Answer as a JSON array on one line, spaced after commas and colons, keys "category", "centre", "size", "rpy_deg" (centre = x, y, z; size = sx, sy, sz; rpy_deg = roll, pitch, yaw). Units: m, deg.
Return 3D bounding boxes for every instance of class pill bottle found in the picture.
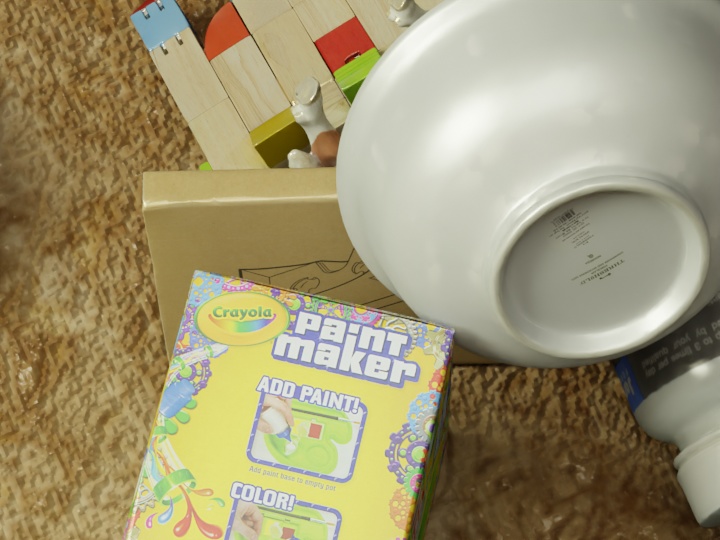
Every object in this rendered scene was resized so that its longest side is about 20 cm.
[{"category": "pill bottle", "centre": [0.170, 0.014, 1.213], "size": [0.113, 0.114, 0.201], "rpy_deg": [-19, 73, -4]}]

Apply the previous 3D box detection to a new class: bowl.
[{"category": "bowl", "centre": [0.094, -0.026, 1.073], "size": [0.200, 0.202, 0.091], "rpy_deg": [-13, 40, -3]}]

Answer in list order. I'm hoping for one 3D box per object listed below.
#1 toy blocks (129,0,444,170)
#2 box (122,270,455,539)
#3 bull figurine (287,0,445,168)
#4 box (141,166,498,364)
[{"category": "toy blocks", "centre": [-0.024, -0.117, 1.275], "size": [0.199, 0.100, 0.137], "rpy_deg": [-31, 61, 3]}, {"category": "box", "centre": [-0.036, 0.128, 1.139], "size": [0.121, 0.200, 0.194], "rpy_deg": [12, 75, 5]}, {"category": "bull figurine", "centre": [0.048, -0.082, 1.187], "size": [0.200, 0.121, 0.065], "rpy_deg": [-49, 43, 18]}, {"category": "box", "centre": [0.000, 0.000, 1.196], "size": [0.199, 0.164, 0.021], "rpy_deg": [-1, 60, 1]}]
